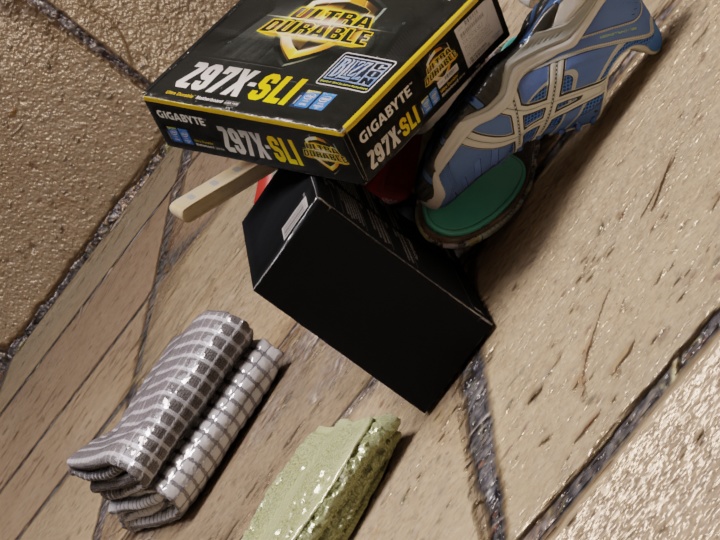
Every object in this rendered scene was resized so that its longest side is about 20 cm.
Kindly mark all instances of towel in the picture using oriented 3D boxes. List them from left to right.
[{"bbox_3d":[-0.158,0.123,1.983,0.166,0.085,0.200,-58,12,-19],"label":"towel"},{"bbox_3d":[-0.050,0.178,1.515,0.201,0.036,0.148,-59,11,-21],"label":"towel"}]

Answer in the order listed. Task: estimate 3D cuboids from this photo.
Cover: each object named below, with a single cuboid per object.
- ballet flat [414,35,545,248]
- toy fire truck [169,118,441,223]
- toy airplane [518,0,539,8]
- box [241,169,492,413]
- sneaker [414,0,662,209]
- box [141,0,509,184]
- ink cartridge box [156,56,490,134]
[{"bbox_3d":[0.091,-0.074,1.634,0.072,0.072,0.201,-39,19,52],"label":"ballet flat"},{"bbox_3d":[-0.043,-0.065,1.733,0.176,0.199,0.130,-20,57,64],"label":"toy fire truck"},{"bbox_3d":[0.160,-0.291,1.735,0.199,0.141,0.200,-39,-12,-5],"label":"toy airplane"},{"bbox_3d":[0.000,0.000,1.562,0.079,0.141,0.200,-55,11,8],"label":"box"},{"bbox_3d":[0.114,-0.111,1.540,0.200,0.077,0.076,-47,10,8],"label":"sneaker"},{"bbox_3d":[-0.025,-0.136,1.566,0.199,0.050,0.160,14,52,44],"label":"box"},{"bbox_3d":[-0.022,-0.127,1.676,0.199,0.050,0.161,-10,18,25],"label":"ink cartridge box"}]
